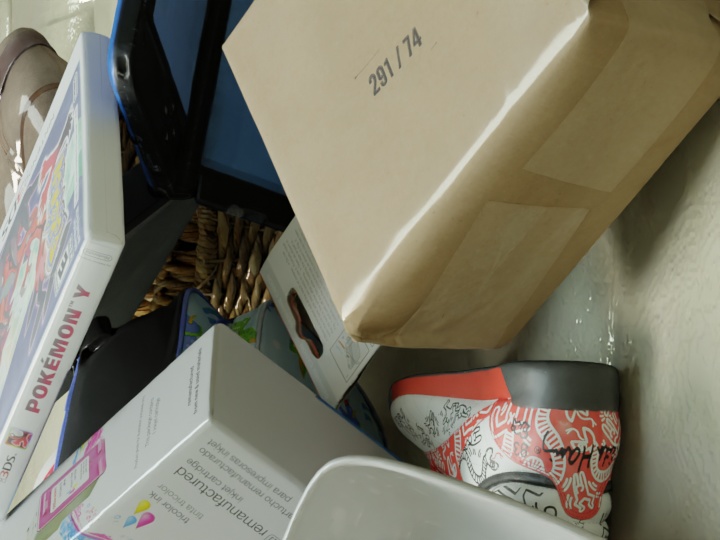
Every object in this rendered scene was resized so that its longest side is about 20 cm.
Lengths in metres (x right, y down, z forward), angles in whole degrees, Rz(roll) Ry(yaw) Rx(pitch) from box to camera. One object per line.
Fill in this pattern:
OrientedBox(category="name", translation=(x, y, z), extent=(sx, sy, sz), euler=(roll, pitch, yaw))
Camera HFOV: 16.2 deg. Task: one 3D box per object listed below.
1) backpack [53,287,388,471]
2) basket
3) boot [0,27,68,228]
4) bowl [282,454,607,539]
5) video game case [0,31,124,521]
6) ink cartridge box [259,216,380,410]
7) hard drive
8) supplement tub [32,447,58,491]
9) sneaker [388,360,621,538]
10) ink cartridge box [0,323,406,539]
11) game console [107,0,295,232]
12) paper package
OrientedBox(category="backpack", translation=(-0.066, 0.128, 1.413), extent=(0.146, 0.200, 0.184), euler=(-18, 47, 24))
OrientedBox(category="basket", translation=(-0.113, -0.006, 1.578), extent=(0.143, 0.148, 0.201), euler=(-90, 14, -57))
OrientedBox(category="boot", translation=(-0.209, -0.048, 1.608), extent=(0.147, 0.070, 0.200), euler=(64, 142, 35))
OrientedBox(category="bowl", translation=(0.049, 0.195, 1.110), extent=(0.075, 0.199, 0.201), euler=(6, -77, -68))
OrientedBox(category="video game case", translation=(-0.165, 0.000, 1.310), extent=(0.200, 0.023, 0.183), euler=(-101, 33, -55))
OrientedBox(category="ink cartridge box", translation=(0.032, -0.029, 1.266), extent=(0.200, 0.050, 0.109), euler=(-54, 46, 32))
OrientedBox(category="hard drive", translation=(-0.160, 0.014, 1.478), extent=(0.140, 0.033, 0.200), euler=(-43, -8, -45))
OrientedBox(category="supplement tub", translation=(-0.134, 0.196, 1.653), extent=(0.200, 0.140, 0.141), euler=(-123, 41, -59))
OrientedBox(category="sneaker", translation=(0.063, 0.105, 1.229), extent=(0.201, 0.067, 0.108), euler=(164, 111, -66))
OrientedBox(category="ink cartridge box", translation=(-0.086, 0.146, 1.255), extent=(0.200, 0.144, 0.085), euler=(-41, 25, 24))
OrientedBox(category="game console", translation=(-0.050, -0.136, 1.363), extent=(0.171, 0.118, 0.201), euler=(75, -161, -56))
OrientedBox(category="paper package", translation=(0.048, -0.099, 1.136), extent=(0.200, 0.103, 0.191), euler=(-51, 48, 32))
